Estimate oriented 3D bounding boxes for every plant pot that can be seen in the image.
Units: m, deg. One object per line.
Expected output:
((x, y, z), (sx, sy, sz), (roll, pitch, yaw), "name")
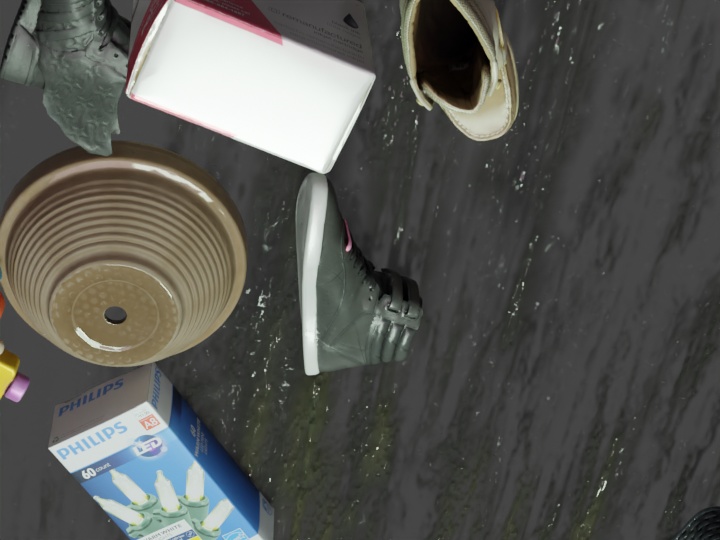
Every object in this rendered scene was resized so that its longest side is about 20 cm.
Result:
((-0.187, 0.007, 1.387), (0.199, 0.093, 0.202), (-2, 126, -3), "plant pot")

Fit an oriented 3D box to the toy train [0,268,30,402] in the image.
((-0.349, 0.057, 1.437), (0.199, 0.056, 0.151), (-26, 118, 18), "toy train")

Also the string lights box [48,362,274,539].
((-0.168, 0.179, 1.532), (0.102, 0.059, 0.200), (-25, 123, 16), "string lights box")

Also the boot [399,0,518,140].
((0.070, -0.146, 1.250), (0.072, 0.155, 0.201), (-15, 125, 8), "boot")

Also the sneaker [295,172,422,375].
((0.000, 0.000, 1.410), (0.098, 0.071, 0.201), (-4, 132, -3), "sneaker")

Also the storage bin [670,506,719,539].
((0.324, 0.331, 1.650), (0.135, 0.094, 0.200), (24, 122, -20), "storage bin")

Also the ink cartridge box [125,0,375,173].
((-0.076, -0.169, 1.199), (0.146, 0.200, 0.083), (20, 119, -17), "ink cartridge box")

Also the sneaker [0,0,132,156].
((-0.192, -0.177, 1.276), (0.104, 0.060, 0.200), (19, 128, -15), "sneaker")
